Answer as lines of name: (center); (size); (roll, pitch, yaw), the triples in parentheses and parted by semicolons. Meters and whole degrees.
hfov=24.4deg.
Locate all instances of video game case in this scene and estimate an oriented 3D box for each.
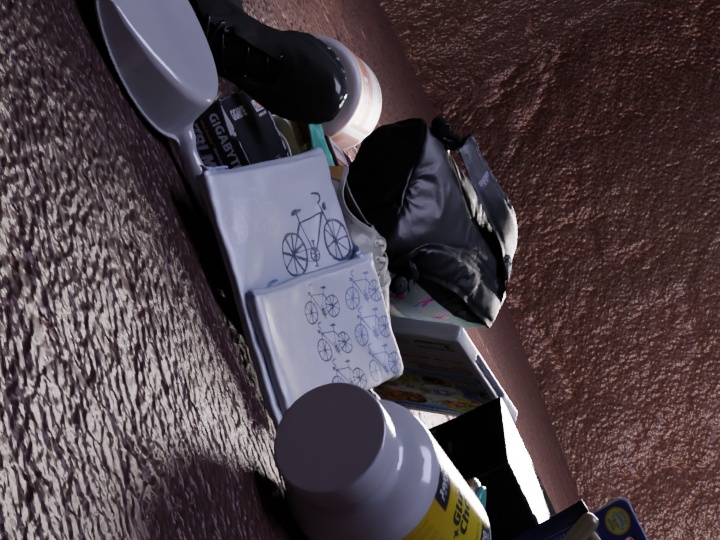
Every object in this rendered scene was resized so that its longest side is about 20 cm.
video game case: (0.057, 0.093, 1.582); (0.200, 0.142, 0.018); (54, 48, -56)

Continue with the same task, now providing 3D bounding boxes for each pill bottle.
pill bottle: (-0.038, -0.188, 1.810); (0.200, 0.111, 0.113); (4, 62, -81)
pill bottle: (0.014, 0.159, 1.168); (0.200, 0.111, 0.113); (55, 13, -53)

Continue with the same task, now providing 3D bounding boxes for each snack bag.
snack bag: (-0.041, 0.005, 1.274); (0.188, 0.021, 0.202); (-18, 91, -59)

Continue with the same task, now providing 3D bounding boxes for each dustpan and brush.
dustpan and brush: (-0.139, -0.129, 1.247); (0.201, 0.057, 0.140); (59, 20, -8)

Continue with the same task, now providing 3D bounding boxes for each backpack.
backpack: (0.060, -0.030, 1.539); (0.200, 0.126, 0.168); (42, 66, -47)

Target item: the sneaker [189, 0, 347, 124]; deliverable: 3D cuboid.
sneaker: (-0.101, -0.179, 1.364); (0.199, 0.076, 0.091); (32, 19, 18)

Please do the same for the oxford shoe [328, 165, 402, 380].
oxford shoe: (0.000, 0.000, 1.400); (0.075, 0.057, 0.201); (-92, 160, -76)

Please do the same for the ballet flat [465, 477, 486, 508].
ballet flat: (0.061, 0.226, 1.342); (0.201, 0.072, 0.068); (85, 29, -52)

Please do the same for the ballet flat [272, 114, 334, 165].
ballet flat: (-0.076, -0.153, 1.645); (0.070, 0.067, 0.201); (27, 36, -55)

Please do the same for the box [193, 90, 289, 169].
box: (-0.078, -0.053, 1.405); (0.200, 0.049, 0.200); (-61, 128, -80)

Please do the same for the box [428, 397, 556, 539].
box: (0.119, 0.251, 1.543); (0.201, 0.123, 0.149); (63, 10, -17)

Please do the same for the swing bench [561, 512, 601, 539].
swing bench: (0.147, 0.315, 1.328); (0.130, 0.199, 0.199); (59, 4, 26)

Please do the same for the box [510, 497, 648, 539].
box: (0.164, 0.284, 1.454); (0.122, 0.199, 0.032); (61, 1, -20)

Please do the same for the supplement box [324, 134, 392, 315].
supplement box: (-0.011, -0.028, 1.707); (0.109, 0.060, 0.202); (36, 31, -74)

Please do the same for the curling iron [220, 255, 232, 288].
curling iron: (-0.057, 0.054, 1.297); (0.050, 0.025, 0.201); (-94, 159, -49)
